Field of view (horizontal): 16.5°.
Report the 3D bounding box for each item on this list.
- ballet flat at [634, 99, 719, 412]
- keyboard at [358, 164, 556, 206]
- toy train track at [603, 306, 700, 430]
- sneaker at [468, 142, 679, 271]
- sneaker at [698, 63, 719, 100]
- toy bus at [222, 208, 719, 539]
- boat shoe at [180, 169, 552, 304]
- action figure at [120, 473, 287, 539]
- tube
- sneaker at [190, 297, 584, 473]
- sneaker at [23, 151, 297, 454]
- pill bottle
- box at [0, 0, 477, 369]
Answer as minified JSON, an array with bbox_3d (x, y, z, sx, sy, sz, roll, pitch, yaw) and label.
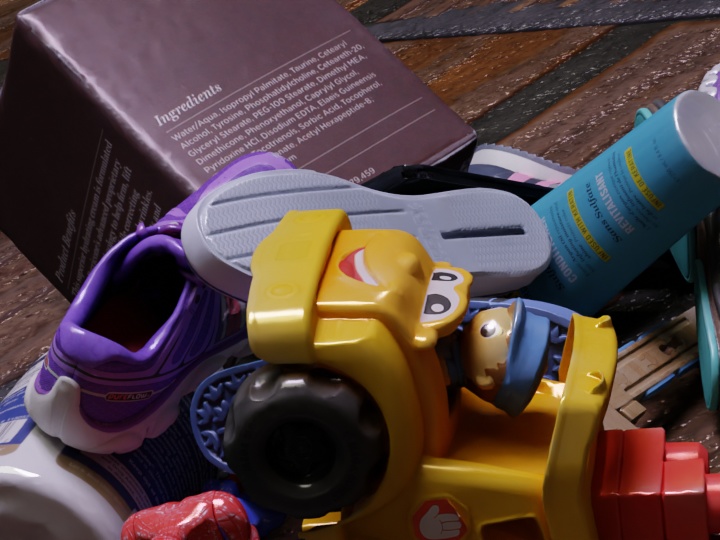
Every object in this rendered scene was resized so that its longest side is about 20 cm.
[{"bbox_3d":[0.184,-0.007,1.204,0.068,0.068,0.200,-7,48,-3],"label":"ballet flat"},{"bbox_3d":[0.057,-0.031,1.260,0.200,0.040,0.104,10,-32,-45],"label":"keyboard"},{"bbox_3d":[0.120,0.059,1.163,0.115,0.033,0.200,40,35,18],"label":"toy train track"},{"bbox_3d":[0.110,-0.015,1.383,0.082,0.070,0.200,-49,29,-18],"label":"sneaker"},{"bbox_3d":[0.231,-0.063,1.336,0.088,0.081,0.200,-25,21,22],"label":"sneaker"},{"bbox_3d":[0.054,0.076,0.965,0.191,0.201,0.136,-6,23,13],"label":"toy bus"},{"bbox_3d":[0.000,0.000,1.141,0.200,0.072,0.062,2,-35,-36],"label":"boat shoe"},{"bbox_3d":[-0.053,0.138,1.105,0.065,0.099,0.200,-17,-4,14],"label":"action figure"},{"bbox_3d":[0.107,-0.013,1.201,0.050,0.078,0.200,-5,-27,-43],"label":"tube"},{"bbox_3d":[0.025,0.046,1.088,0.199,0.070,0.078,-8,6,27],"label":"sneaker"},{"bbox_3d":[-0.076,0.004,1.144,0.080,0.084,0.200,28,45,10],"label":"sneaker"},{"bbox_3d":[-0.130,0.099,1.194,0.111,0.111,0.200,-12,20,20],"label":"pill bottle"},{"bbox_3d":[-0.075,-0.053,1.347,0.164,0.166,0.200,-32,67,-34],"label":"box"}]
